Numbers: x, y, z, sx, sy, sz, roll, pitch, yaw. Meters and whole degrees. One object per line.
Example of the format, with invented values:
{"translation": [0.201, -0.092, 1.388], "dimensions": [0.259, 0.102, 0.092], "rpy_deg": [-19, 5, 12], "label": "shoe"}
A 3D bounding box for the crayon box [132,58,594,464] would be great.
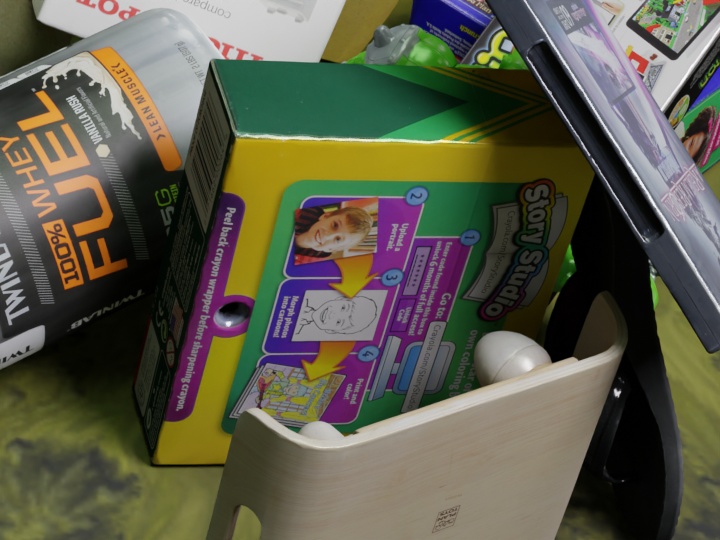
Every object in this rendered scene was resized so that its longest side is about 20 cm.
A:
{"translation": [0.000, 0.000, 1.249], "dimensions": [0.171, 0.201, 0.058], "rpy_deg": [0, 43, -20], "label": "crayon box"}

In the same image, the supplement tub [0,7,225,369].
{"translation": [-0.149, -0.030, 1.274], "dimensions": [0.199, 0.123, 0.123], "rpy_deg": [-28, 54, -20], "label": "supplement tub"}

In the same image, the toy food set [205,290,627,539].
{"translation": [0.020, 0.089, 1.196], "dimensions": [0.199, 0.144, 0.060], "rpy_deg": [-16, 49, -33], "label": "toy food set"}

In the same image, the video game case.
{"translation": [0.113, -0.064, 1.202], "dimensions": [0.201, 0.019, 0.143], "rpy_deg": [57, 16, 0], "label": "video game case"}

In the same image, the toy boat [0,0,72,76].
{"translation": [-0.238, -0.179, 1.449], "dimensions": [0.130, 0.130, 0.201], "rpy_deg": [-15, 90, -34], "label": "toy boat"}

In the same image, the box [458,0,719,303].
{"translation": [0.109, -0.093, 1.439], "dimensions": [0.110, 0.035, 0.200], "rpy_deg": [34, 81, 20], "label": "box"}

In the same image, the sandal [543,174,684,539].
{"translation": [0.107, 0.036, 1.272], "dimensions": [0.048, 0.202, 0.075], "rpy_deg": [-16, 18, -15], "label": "sandal"}

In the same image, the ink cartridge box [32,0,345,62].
{"translation": [-0.062, -0.196, 1.368], "dimensions": [0.146, 0.201, 0.083], "rpy_deg": [20, 15, -15], "label": "ink cartridge box"}

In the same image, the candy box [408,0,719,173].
{"translation": [0.145, -0.131, 1.559], "dimensions": [0.169, 0.077, 0.200], "rpy_deg": [34, 43, 21], "label": "candy box"}

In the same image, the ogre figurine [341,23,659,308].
{"translation": [0.063, -0.052, 1.341], "dimensions": [0.098, 0.120, 0.200], "rpy_deg": [-33, 73, -19], "label": "ogre figurine"}

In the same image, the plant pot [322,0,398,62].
{"translation": [-0.040, -0.236, 1.539], "dimensions": [0.199, 0.177, 0.200], "rpy_deg": [15, 38, -2], "label": "plant pot"}
